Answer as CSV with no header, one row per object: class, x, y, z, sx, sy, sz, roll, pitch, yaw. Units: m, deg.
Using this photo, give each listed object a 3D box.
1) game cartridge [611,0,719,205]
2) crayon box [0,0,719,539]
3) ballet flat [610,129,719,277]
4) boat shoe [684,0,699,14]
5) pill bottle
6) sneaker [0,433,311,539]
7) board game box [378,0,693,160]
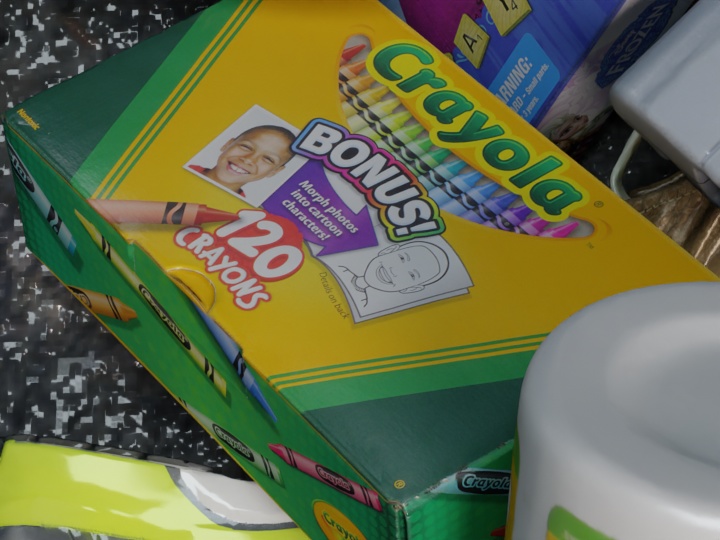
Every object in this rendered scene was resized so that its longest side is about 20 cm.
game cartridge,0.178,-0.031,0.723,0.133,0.042,0.200,-46,62,1
crayon box,0.000,0.000,0.788,0.118,0.058,0.200,-29,50,-23
ballet flat,0.137,-0.056,0.814,0.200,0.068,0.072,-39,87,15
boat shoe,0.160,-0.107,0.861,0.199,0.072,0.072,-20,27,11
pill bottle,0.088,0.114,0.706,0.110,0.201,0.111,3,31,-2
sneaker,-0.025,0.102,0.800,0.199,0.074,0.081,8,80,14
board game box,0.036,-0.157,0.819,0.041,0.200,0.200,-18,64,-37
